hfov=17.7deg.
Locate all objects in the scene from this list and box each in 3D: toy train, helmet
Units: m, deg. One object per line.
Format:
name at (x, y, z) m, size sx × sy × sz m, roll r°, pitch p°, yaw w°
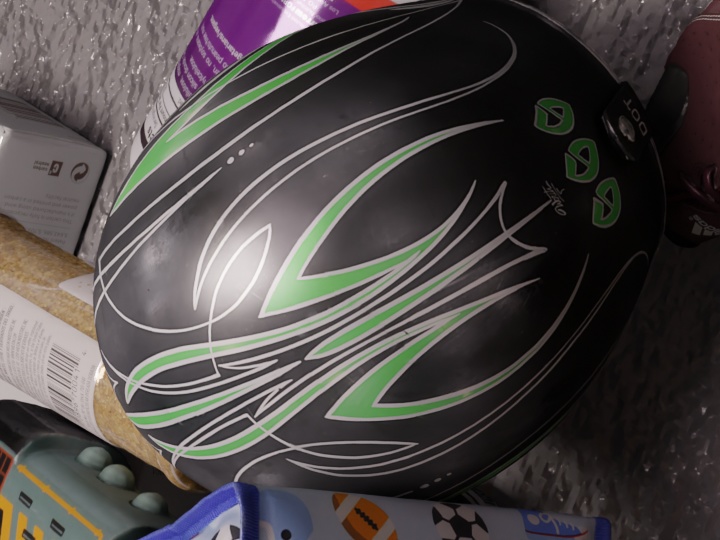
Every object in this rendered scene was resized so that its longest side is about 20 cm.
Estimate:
toy train at (-0.123, 0.131, 0.971) m, size 0.200 × 0.085 × 0.114 m, roll 28°, pitch 98°, yaw 55°
helmet at (0.000, 0.000, 0.863) m, size 0.200 × 0.191 × 0.200 m, roll 29°, pitch 139°, yaw 29°

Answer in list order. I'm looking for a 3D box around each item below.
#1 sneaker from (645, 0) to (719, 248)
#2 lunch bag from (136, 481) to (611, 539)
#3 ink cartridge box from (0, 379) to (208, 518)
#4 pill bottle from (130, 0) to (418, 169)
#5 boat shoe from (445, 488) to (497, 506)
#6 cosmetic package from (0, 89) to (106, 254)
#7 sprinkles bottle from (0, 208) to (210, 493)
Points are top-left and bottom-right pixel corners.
sneaker at (0.162, -0.022, 0.855) m, size 0.116 × 0.076 × 0.200 m, roll -45°, pitch 44°, yaw 37°
lunch bag at (0.006, 0.189, 0.814) m, size 0.124 × 0.170 × 0.200 m, roll -37°, pitch 53°, yaw 51°
ink cartridge box at (-0.135, 0.122, 1.111) m, size 0.145 × 0.087 × 0.200 m, roll 26°, pitch 103°, yaw 43°
pill bottle at (-0.027, -0.071, 1.014) m, size 0.112 × 0.112 × 0.200 m, roll 50°, pitch 119°, yaw 37°
boat shoe at (-0.001, 0.184, 0.960) m, size 0.071 × 0.091 × 0.200 m, roll 12°, pitch 92°, yaw 41°
cosmetic package at (-0.216, 0.007, 1.221) m, size 0.102 × 0.074 × 0.200 m, roll 30°, pitch 104°, yaw 44°
sprinkles bottle at (-0.124, 0.029, 1.010) m, size 0.200 × 0.068 × 0.068 m, roll 26°, pitch 102°, yaw 38°
